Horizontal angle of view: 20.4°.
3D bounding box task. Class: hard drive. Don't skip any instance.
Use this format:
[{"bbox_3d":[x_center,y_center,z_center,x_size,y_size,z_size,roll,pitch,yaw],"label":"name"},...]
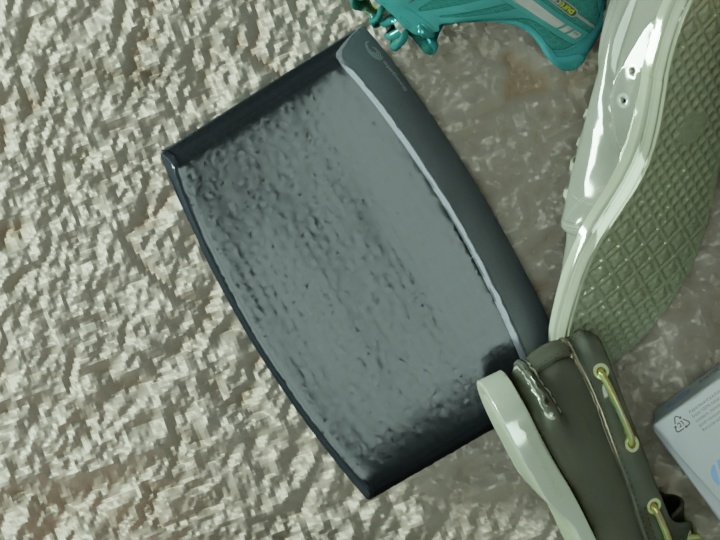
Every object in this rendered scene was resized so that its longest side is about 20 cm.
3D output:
[{"bbox_3d":[0.000,0.000,0.960,0.135,0.042,0.201,-30,92,12],"label":"hard drive"}]

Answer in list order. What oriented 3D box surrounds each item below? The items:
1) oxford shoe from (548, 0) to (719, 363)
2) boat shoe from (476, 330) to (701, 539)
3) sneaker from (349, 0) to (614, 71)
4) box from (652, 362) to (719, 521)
[{"bbox_3d":[0.126,-0.049,0.927,0.058,0.075,0.201,33,117,44],"label":"oxford shoe"},{"bbox_3d":[0.125,0.120,0.932,0.060,0.072,0.202,-31,110,-4],"label":"boat shoe"},{"bbox_3d":[0.019,-0.140,0.924,0.199,0.078,0.080,13,109,8],"label":"sneaker"},{"bbox_3d":[0.256,0.104,0.932,0.156,0.041,0.200,-37,91,12],"label":"box"}]
